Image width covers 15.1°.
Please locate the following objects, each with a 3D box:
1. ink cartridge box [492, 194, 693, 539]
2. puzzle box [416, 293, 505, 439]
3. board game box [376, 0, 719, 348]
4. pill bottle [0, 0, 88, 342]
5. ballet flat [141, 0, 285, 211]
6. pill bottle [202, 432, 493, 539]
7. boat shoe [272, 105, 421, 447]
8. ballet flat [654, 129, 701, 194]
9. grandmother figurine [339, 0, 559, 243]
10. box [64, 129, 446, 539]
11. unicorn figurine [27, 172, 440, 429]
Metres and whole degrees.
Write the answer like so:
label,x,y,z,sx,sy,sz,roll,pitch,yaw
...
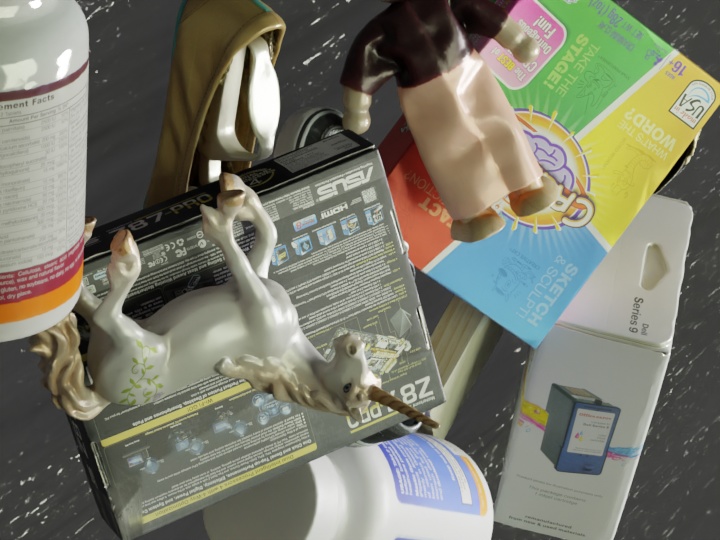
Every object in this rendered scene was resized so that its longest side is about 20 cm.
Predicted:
label,x,y,z,sx,sy,sz,roll,pitch,yaw
ink cartridge box,0.154,0.061,1.803,0.200,0.087,0.145,103,1,-45
puzzle box,0.084,0.015,1.772,0.200,0.025,0.133,-60,169,-12
board game box,0.105,-0.074,1.654,0.153,0.040,0.200,33,97,-23
pill bottle,-0.182,-0.075,1.273,0.110,0.109,0.200,-28,131,-46
ballet flat,-0.080,-0.056,1.484,0.069,0.063,0.200,-21,126,-49
pill bottle,-0.010,0.148,1.673,0.200,0.112,0.112,16,96,-58
boat shoe,0.000,0.000,1.564,0.072,0.068,0.200,-1,81,-39
ballet flat,0.203,-0.070,1.896,0.200,0.046,0.067,-35,138,-58
grandmother figurine,0.041,-0.117,1.573,0.121,0.061,0.200,-28,106,-16
box,-0.066,0.034,1.460,0.200,0.049,0.161,-23,112,-15
unicorn figurine,-0.073,0.026,1.396,0.074,0.200,0.138,-102,179,-69
